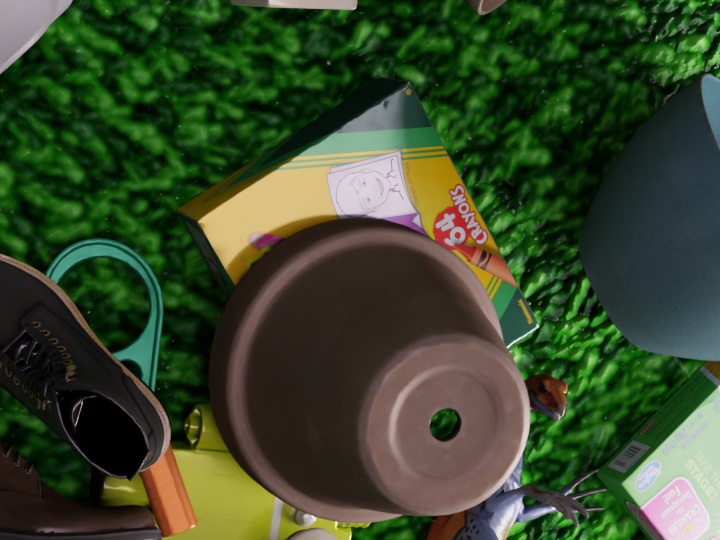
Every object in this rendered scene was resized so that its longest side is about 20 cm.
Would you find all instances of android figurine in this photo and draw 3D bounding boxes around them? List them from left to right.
[{"bbox_3d":[-0.088,0.182,1.543,0.200,0.041,0.182,9,94,-22],"label":"android figurine"}]

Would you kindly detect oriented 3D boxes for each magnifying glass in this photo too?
[{"bbox_3d":[-0.150,0.076,1.488,0.079,0.022,0.200,-19,90,-11],"label":"magnifying glass"}]

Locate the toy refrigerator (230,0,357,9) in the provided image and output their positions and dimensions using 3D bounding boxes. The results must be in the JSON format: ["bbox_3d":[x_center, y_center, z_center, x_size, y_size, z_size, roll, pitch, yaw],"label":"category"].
[{"bbox_3d":[-0.044,-0.270,1.477,0.070,0.076,0.200,-2,99,-23],"label":"toy refrigerator"}]

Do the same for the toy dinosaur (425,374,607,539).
[{"bbox_3d":[0.089,0.162,1.592,0.200,0.105,0.182,1,77,-11],"label":"toy dinosaur"}]

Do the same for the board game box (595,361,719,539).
[{"bbox_3d":[0.289,0.172,1.698,0.153,0.040,0.200,-44,111,-12],"label":"board game box"}]

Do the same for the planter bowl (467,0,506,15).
[{"bbox_3d":[0.096,-0.284,1.486,0.135,0.200,0.200,42,80,5],"label":"planter bowl"}]

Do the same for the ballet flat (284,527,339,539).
[{"bbox_3d":[-0.010,0.263,1.542,0.069,0.069,0.200,-23,125,-18],"label":"ballet flat"}]

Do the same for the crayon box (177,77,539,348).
[{"bbox_3d":[0.000,0.000,1.542,0.172,0.058,0.200,-34,109,-15],"label":"crayon box"}]

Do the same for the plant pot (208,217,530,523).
[{"bbox_3d":[0.021,0.079,1.439,0.200,0.175,0.201,-4,103,-19],"label":"plant pot"}]

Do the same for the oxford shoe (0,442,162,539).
[{"bbox_3d":[-0.222,0.143,1.452,0.200,0.073,0.085,9,74,-15],"label":"oxford shoe"}]

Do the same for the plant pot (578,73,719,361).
[{"bbox_3d":[0.232,-0.016,1.584,0.135,0.200,0.200,-30,112,20],"label":"plant pot"}]

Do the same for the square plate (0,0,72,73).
[{"bbox_3d":[-0.250,-0.144,1.355,0.198,0.200,0.028,-43,74,-11],"label":"square plate"}]

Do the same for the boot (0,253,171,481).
[{"bbox_3d":[-0.198,0.052,1.402,0.200,0.138,0.078,35,90,-3],"label":"boot"}]
